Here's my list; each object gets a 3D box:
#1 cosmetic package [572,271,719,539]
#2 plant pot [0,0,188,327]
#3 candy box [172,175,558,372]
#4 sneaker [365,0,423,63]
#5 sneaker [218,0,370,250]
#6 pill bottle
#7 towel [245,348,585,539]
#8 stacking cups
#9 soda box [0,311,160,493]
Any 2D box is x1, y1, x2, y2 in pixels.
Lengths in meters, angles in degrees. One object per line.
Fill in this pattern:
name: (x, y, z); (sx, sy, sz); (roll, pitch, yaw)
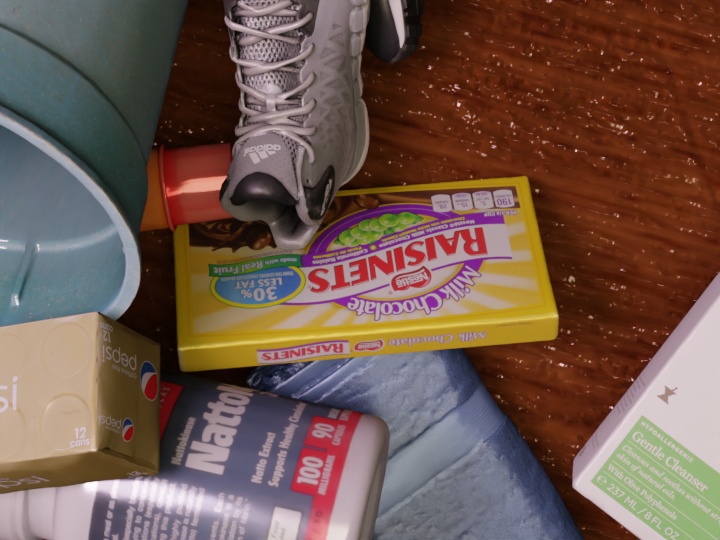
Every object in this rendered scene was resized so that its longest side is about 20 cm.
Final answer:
cosmetic package: (0.217, 0.066, 0.896); (0.108, 0.085, 0.200); (36, 97, 5)
plant pot: (-0.172, -0.101, 0.770); (0.200, 0.200, 0.196); (21, 57, -8)
candy box: (0.000, 0.000, 0.874); (0.200, 0.102, 0.026); (-5, 144, -3)
sneaker: (-0.028, -0.200, 0.857); (0.088, 0.076, 0.200); (-16, 97, 13)
sneaker: (-0.038, -0.091, 0.801); (0.075, 0.116, 0.200); (2, 134, 16)
pill bottle: (-0.093, 0.114, 0.838); (0.200, 0.120, 0.120); (12, 99, 5)
towel: (0.035, 0.110, 0.917); (0.112, 0.049, 0.200); (-34, 100, 1)
stacking cups: (-0.161, -0.033, 0.863); (0.200, 0.061, 0.061); (-5, 100, 1)
soda box: (-0.197, 0.072, 0.776); (0.200, 0.064, 0.068); (-9, 71, 19)
